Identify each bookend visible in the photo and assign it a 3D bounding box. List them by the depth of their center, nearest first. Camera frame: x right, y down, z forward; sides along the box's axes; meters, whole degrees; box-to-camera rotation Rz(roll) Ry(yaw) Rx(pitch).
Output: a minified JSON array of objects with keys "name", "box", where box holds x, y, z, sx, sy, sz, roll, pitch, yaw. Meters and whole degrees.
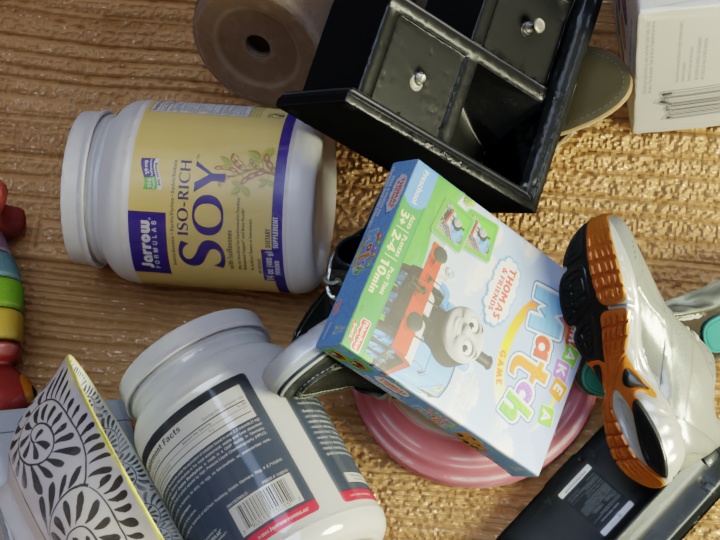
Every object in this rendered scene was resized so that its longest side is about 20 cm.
[{"name":"bookend","box":[0.066,-0.172,1.366,0.092,0.198,0.202,2,69,53]}]

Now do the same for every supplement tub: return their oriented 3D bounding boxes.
[{"name":"supplement tub","box":[-0.083,0.145,1.349,0.140,0.141,0.201,-29,68,-6]},{"name":"supplement tub","box":[-0.125,-0.060,1.434,0.198,0.146,0.147,3,68,7]}]

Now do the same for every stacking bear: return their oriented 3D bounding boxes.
[{"name":"stacking bear","box":[-0.311,0.047,1.434,0.113,0.122,0.202,-13,75,-2]}]

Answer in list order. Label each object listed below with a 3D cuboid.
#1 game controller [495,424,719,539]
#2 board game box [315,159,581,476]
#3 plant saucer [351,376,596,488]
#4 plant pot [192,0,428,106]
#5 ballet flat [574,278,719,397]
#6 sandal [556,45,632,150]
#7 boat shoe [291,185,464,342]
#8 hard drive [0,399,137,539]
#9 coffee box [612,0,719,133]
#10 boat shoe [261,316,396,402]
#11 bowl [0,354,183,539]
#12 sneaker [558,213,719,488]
[{"name":"game controller","box":[0.188,0.185,1.367,0.200,0.042,0.104,-44,56,-12]},{"name":"board game box","box":[0.077,0.037,1.313,0.199,0.036,0.152,35,67,-28]},{"name":"plant saucer","box":[0.088,0.067,1.413,0.198,0.051,0.202,-2,68,4]},{"name":"plant pot","box":[-0.047,-0.222,1.436,0.198,0.201,0.175,17,46,12]},{"name":"ballet flat","box":[0.252,0.044,1.404,0.198,0.068,0.064,-18,33,-4]},{"name":"sandal","box":[0.134,-0.122,1.480,0.210,0.070,0.078,-16,63,24]},{"name":"boat shoe","box":[0.000,0.000,1.391,0.067,0.200,0.072,20,37,-31]},{"name":"hard drive","box":[-0.210,0.197,1.363,0.131,0.027,0.201,-2,63,-39]},{"name":"coffee box","box":[0.302,-0.248,1.436,0.198,0.200,0.200,-6,67,4]},{"name":"boat shoe","box":[0.023,0.060,1.327,0.199,0.072,0.071,-21,72,-30]},{"name":"bowl","box":[-0.195,0.170,1.279,0.094,0.201,0.202,-31,68,-5]},{"name":"sneaker","box":[0.213,0.052,1.336,0.091,0.075,0.202,-17,94,-33]}]
